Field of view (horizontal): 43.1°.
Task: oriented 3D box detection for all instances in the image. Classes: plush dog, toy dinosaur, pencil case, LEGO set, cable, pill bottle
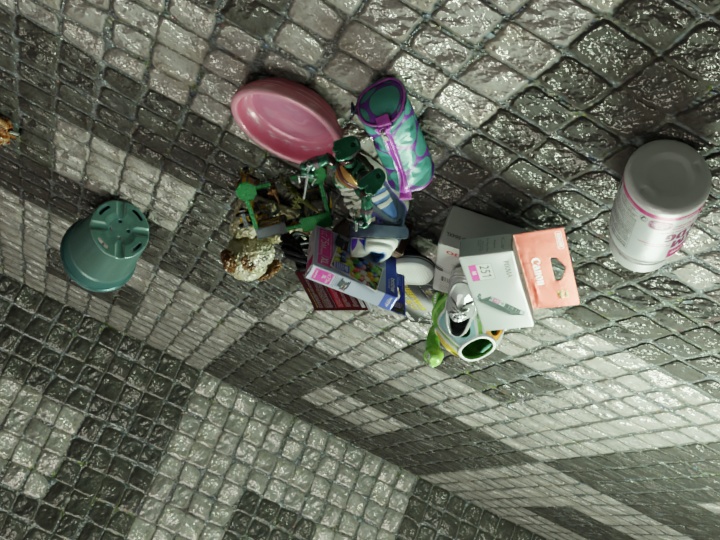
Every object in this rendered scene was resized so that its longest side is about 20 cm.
[{"bbox_3d":[-0.219,-0.063,1.846,0.159,0.174,0.199,22,-175,38],"label":"plush dog"},{"bbox_3d":[-0.820,-0.320,2.025,0.134,0.104,0.200,7,152,-28],"label":"toy dinosaur"},{"bbox_3d":[0.054,-0.199,1.389,0.084,0.094,0.200,-1,153,18],"label":"pencil case"},{"bbox_3d":[-0.132,-0.145,1.671,0.197,0.116,0.155,-19,119,9],"label":"LEGO set"},{"bbox_3d":[-0.076,-0.018,1.711,0.198,0.051,0.163,28,-160,17],"label":"cable"},{"bbox_3d":[0.410,-0.082,1.273,0.112,0.115,0.201,17,158,13],"label":"pill bottle"}]

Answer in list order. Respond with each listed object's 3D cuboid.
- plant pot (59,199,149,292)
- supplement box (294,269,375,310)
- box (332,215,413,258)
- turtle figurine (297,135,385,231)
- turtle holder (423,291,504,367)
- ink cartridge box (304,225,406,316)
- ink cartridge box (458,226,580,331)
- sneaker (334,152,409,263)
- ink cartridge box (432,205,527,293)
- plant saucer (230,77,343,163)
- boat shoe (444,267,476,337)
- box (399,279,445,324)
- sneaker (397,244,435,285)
[{"bbox_3d":[-0.621,-0.070,2.255,0.199,0.203,0.195,31,150,-20],"label":"plant pot"},{"bbox_3d":[-0.045,0.029,2.012,0.198,0.061,0.110,-2,121,47],"label":"supplement box"},{"bbox_3d":[0.012,-0.059,1.786,0.099,0.076,0.200,29,156,-16],"label":"box"},{"bbox_3d":[-0.024,-0.149,1.472,0.149,0.102,0.200,33,166,-8],"label":"turtle figurine"},{"bbox_3d":[0.202,0.111,1.828,0.182,0.133,0.142,-15,138,6],"label":"turtle holder"},{"bbox_3d":[0.000,0.000,1.625,0.198,0.120,0.042,24,124,-16],"label":"ink cartridge box"},{"bbox_3d":[0.271,0.019,1.534,0.171,0.044,0.201,-6,137,19],"label":"ink cartridge box"},{"bbox_3d":[0.003,-0.101,1.591,0.080,0.148,0.200,0,151,44],"label":"sneaker"},{"bbox_3d":[0.214,-0.018,1.657,0.144,0.085,0.201,19,157,9],"label":"ink cartridge box"},{"bbox_3d":[-0.115,-0.250,1.499,0.198,0.051,0.201,19,158,8],"label":"plant saucer"},{"bbox_3d":[0.183,0.062,1.659,0.071,0.069,0.201,20,156,5],"label":"boat shoe"},{"bbox_3d":[0.137,0.054,1.951,0.156,0.049,0.200,8,154,35],"label":"box"},{"bbox_3d":[0.091,-0.016,1.792,0.078,0.080,0.199,36,157,-18],"label":"sneaker"}]
